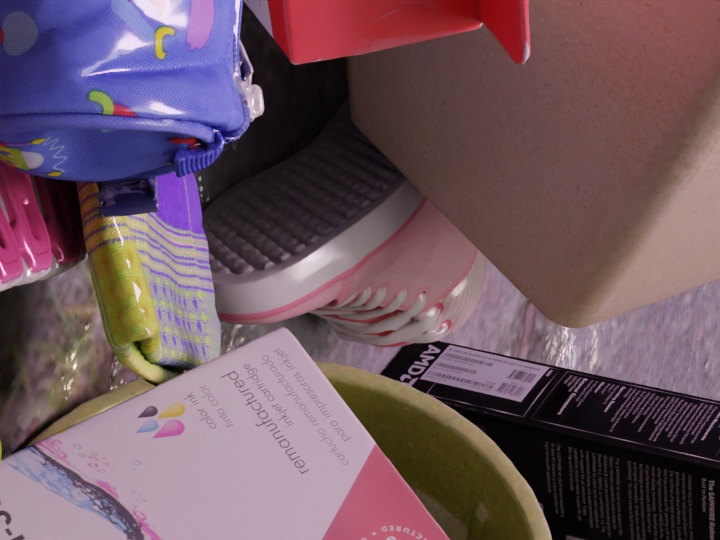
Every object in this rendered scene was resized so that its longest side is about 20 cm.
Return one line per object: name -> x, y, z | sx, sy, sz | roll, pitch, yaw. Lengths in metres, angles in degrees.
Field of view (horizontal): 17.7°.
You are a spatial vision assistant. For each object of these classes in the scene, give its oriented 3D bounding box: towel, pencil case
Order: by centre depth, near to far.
pencil case -> -0.062, -0.119, 0.614 | 0.078, 0.086, 0.201 | 154, -58, -74
towel -> -0.071, -0.067, 0.720 | 0.144, 0.023, 0.201 | 63, 20, -79

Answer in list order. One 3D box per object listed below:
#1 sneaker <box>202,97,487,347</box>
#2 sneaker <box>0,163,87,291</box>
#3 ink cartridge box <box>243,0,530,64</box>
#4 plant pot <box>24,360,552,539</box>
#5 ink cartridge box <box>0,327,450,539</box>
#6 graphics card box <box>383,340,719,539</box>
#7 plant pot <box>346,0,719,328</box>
sneaker -> 0.000, 0.000, 0.931 | 0.200, 0.075, 0.105 | -46, 133, -55
sneaker -> -0.147, -0.005, 0.613 | 0.074, 0.087, 0.200 | 69, 20, -1
ink cartridge box -> -0.013, -0.144, 0.727 | 0.067, 0.200, 0.117 | -13, 119, -14
plant pot -> -0.035, 0.165, 0.825 | 0.201, 0.199, 0.185 | -55, 157, -40
ink cartridge box -> -0.076, 0.113, 0.684 | 0.199, 0.117, 0.068 | -26, 150, -26
graphics card box -> 0.106, 0.110, 1.046 | 0.051, 0.199, 0.126 | -48, 139, -46
plant pot -> 0.108, -0.097, 0.856 | 0.199, 0.200, 0.178 | -17, 141, -41
